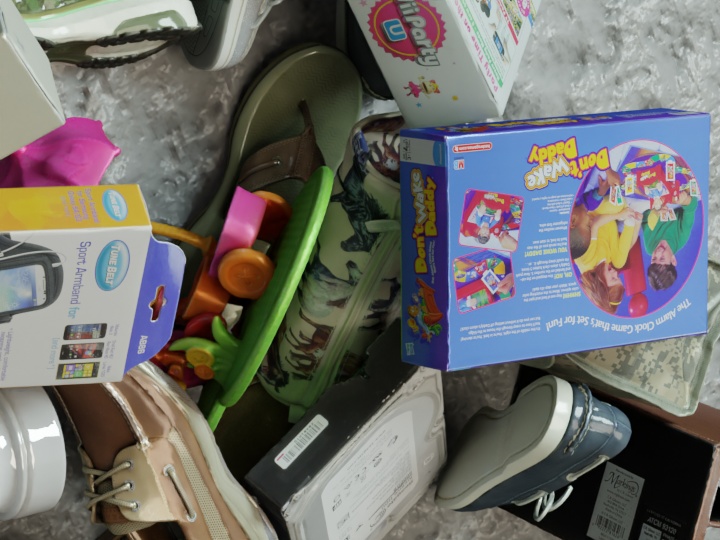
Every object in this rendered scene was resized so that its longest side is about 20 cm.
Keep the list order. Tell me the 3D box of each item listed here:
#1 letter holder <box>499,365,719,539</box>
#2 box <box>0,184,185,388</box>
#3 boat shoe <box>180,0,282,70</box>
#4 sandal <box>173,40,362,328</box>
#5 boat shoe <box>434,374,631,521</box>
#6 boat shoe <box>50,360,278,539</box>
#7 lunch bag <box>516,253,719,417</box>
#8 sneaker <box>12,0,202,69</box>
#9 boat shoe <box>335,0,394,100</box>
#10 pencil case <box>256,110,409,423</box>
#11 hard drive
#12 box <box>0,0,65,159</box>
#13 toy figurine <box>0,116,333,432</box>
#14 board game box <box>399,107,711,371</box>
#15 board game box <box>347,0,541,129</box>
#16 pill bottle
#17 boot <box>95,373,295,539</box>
[{"bbox_3d":[0.207,0.140,1.884,0.142,0.200,0.101,10,98,-36],"label":"letter holder"},{"bbox_3d":[-0.197,0.010,1.541,0.200,0.041,0.119,-3,135,-20],"label":"box"},{"bbox_3d":[-0.054,-0.211,1.684,0.065,0.074,0.202,15,88,-32],"label":"boat shoe"},{"bbox_3d":[-0.052,-0.042,1.741,0.080,0.057,0.201,27,89,-34],"label":"sandal"},{"bbox_3d":[0.106,0.115,1.815,0.062,0.200,0.075,21,62,-15],"label":"boat shoe"},{"bbox_3d":[-0.122,0.119,1.650,0.200,0.076,0.072,54,54,-20],"label":"boat shoe"},{"bbox_3d":[0.111,0.002,1.800,0.200,0.164,0.118,25,86,-36],"label":"lunch bag"},{"bbox_3d":[-0.191,-0.161,1.622,0.200,0.077,0.089,-5,75,-32],"label":"sneaker"},{"bbox_3d":[0.018,-0.199,1.741,0.073,0.062,0.200,-16,112,-29],"label":"boat shoe"},{"bbox_3d":[0.000,0.000,1.729,0.078,0.089,0.200,23,125,-2],"label":"pencil case"},{"bbox_3d":[-0.005,0.124,1.767,0.140,0.038,0.200,-45,161,-17],"label":"hard drive"},{"bbox_3d":[-0.262,-0.071,1.530,0.200,0.082,0.068,-28,123,5],"label":"box"},{"bbox_3d":[-0.138,-0.008,1.657,0.184,0.150,0.200,23,130,-7],"label":"toy figurine"},{"bbox_3d":[0.115,-0.021,1.668,0.200,0.045,0.135,-6,100,-36],"label":"board game box"},{"bbox_3d":[0.053,-0.200,1.692,0.148,0.064,0.200,64,29,-31],"label":"board game box"},{"bbox_3d":[-0.271,0.115,1.603,0.200,0.111,0.111,-12,110,-32],"label":"pill bottle"},{"bbox_3d":[-0.094,0.150,1.759,0.200,0.075,0.074,-51,123,-13],"label":"boot"}]
